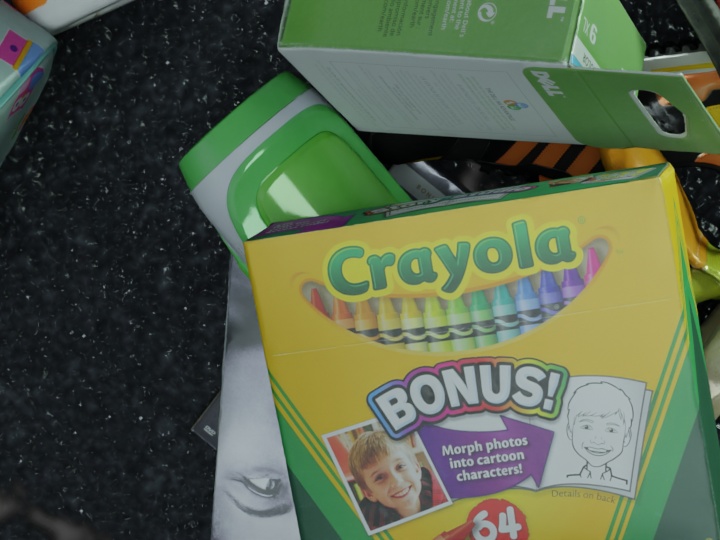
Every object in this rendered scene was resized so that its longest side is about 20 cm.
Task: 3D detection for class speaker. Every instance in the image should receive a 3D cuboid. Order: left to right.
[{"bbox_3d":[0.000,0.000,1.149,0.088,0.088,0.200,-40,91,13],"label":"speaker"}]

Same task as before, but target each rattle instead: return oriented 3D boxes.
[{"bbox_3d":[0.127,0.045,1.163,0.142,0.131,0.200,28,139,-9],"label":"rattle"}]

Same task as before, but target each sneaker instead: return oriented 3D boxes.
[{"bbox_3d":[0.104,-0.060,1.175,0.198,0.070,0.091,-11,96,6],"label":"sneaker"}]

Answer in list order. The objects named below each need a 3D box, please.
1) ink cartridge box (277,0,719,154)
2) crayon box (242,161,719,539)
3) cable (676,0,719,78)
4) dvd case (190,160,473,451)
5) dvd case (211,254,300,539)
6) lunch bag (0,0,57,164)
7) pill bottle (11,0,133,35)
[{"bbox_3d":[0.073,-0.104,1.077,0.199,0.104,0.060,6,74,25],"label":"ink cartridge box"},{"bbox_3d":[0.060,0.051,1.072,0.198,0.058,0.174,-9,100,15],"label":"crayon box"},{"bbox_3d":[0.191,-0.109,1.109,0.050,0.097,0.201,-19,87,34],"label":"cable"},{"bbox_3d":[0.024,0.056,1.238,0.148,0.016,0.200,38,103,1],"label":"dvd case"},{"bbox_3d":[-0.002,0.084,1.222,0.147,0.016,0.202,6,101,7],"label":"dvd case"},{"bbox_3d":[-0.235,-0.050,1.163,0.077,0.161,0.200,36,139,-3],"label":"lunch bag"},{"bbox_3d":[-0.159,-0.229,1.164,0.109,0.110,0.201,-22,97,12],"label":"pill bottle"}]
